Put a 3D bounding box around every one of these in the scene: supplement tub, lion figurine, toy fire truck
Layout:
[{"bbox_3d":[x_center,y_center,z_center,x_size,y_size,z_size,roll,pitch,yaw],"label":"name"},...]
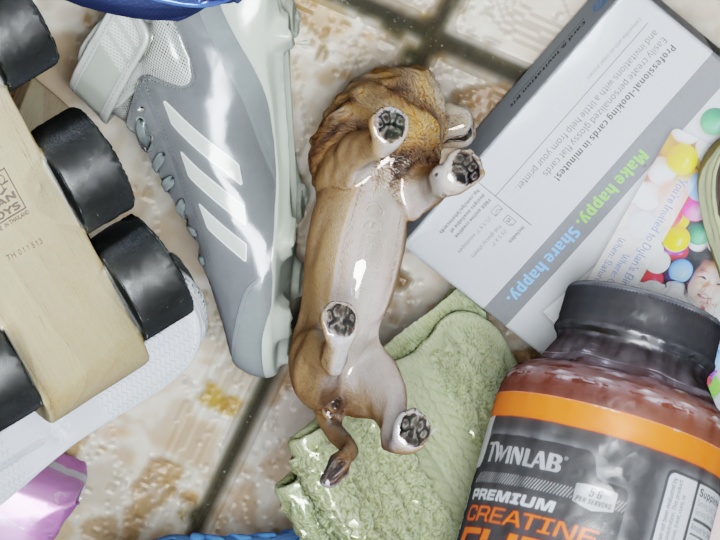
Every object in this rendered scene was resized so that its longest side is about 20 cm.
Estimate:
[{"bbox_3d":[0.096,0.109,1.265,0.107,0.107,0.200,17,80,-8],"label":"supplement tub"},{"bbox_3d":[0.000,0.000,1.245,0.072,0.122,0.200,23,76,-15],"label":"lion figurine"},{"bbox_3d":[-0.156,-0.049,1.197,0.129,0.200,0.176,-33,111,-14],"label":"toy fire truck"}]

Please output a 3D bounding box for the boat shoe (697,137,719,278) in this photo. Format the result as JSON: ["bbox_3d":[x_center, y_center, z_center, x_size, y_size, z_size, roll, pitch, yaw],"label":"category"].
[{"bbox_3d":[0.198,0.034,1.269,0.072,0.066,0.201,-20,95,0],"label":"boat shoe"}]

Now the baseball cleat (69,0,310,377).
[{"bbox_3d":[-0.073,-0.052,1.298,0.106,0.070,0.200,1,101,6],"label":"baseball cleat"}]

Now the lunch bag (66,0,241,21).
[{"bbox_3d":[-0.092,-0.204,1.190,0.136,0.132,0.200,15,91,-12],"label":"lunch bag"}]

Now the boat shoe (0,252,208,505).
[{"bbox_3d":[-0.152,0.056,1.272,0.200,0.071,0.072,-26,104,5],"label":"boat shoe"}]

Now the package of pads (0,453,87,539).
[{"bbox_3d":[-0.236,0.109,1.335,0.200,0.076,0.121,22,104,-10],"label":"package of pads"}]

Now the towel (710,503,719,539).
[{"bbox_3d":[0.251,0.131,1.365,0.191,0.032,0.200,-26,120,3],"label":"towel"}]

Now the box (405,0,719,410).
[{"bbox_3d":[0.142,-0.014,1.325,0.200,0.041,0.156,38,105,-15],"label":"box"}]

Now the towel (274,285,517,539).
[{"bbox_3d":[0.047,0.122,1.323,0.036,0.148,0.200,-3,121,45],"label":"towel"}]

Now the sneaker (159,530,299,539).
[{"bbox_3d":[-0.062,0.140,1.329,0.200,0.066,0.078,-23,74,-26],"label":"sneaker"}]
